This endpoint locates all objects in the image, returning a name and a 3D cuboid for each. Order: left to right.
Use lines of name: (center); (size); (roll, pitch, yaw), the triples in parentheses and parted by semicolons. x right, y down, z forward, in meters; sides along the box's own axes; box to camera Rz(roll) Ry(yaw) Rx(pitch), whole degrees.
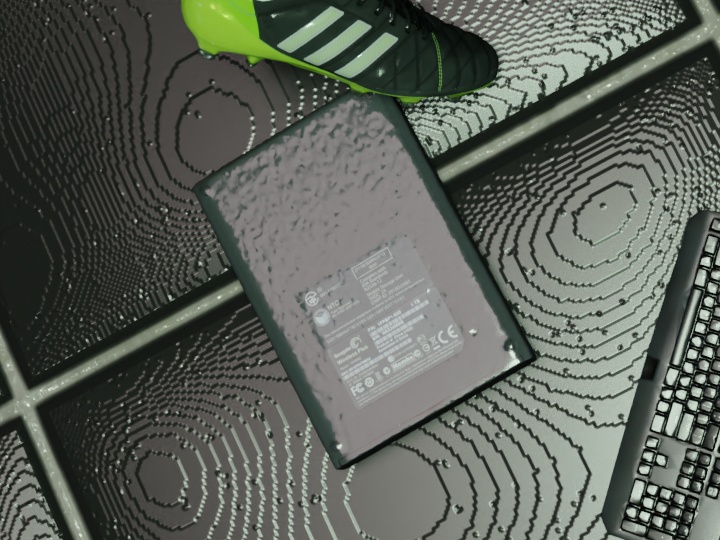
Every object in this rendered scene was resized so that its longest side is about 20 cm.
soccer cleat: (-0.006, -0.151, 1.089); (0.198, 0.068, 0.082); (10, 124, -15)
hard drive: (0.000, 0.000, 1.128); (0.139, 0.033, 0.201); (-30, 79, 10)
keyboard: (0.211, 0.070, 1.065); (0.103, 0.040, 0.202); (16, 90, 16)
